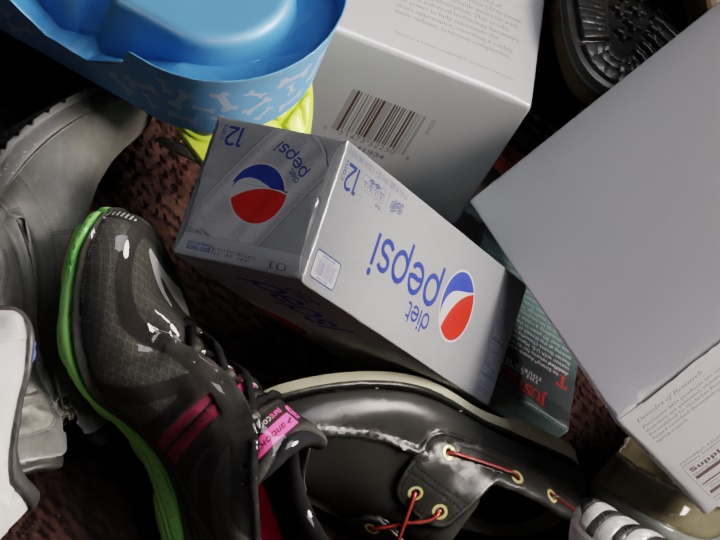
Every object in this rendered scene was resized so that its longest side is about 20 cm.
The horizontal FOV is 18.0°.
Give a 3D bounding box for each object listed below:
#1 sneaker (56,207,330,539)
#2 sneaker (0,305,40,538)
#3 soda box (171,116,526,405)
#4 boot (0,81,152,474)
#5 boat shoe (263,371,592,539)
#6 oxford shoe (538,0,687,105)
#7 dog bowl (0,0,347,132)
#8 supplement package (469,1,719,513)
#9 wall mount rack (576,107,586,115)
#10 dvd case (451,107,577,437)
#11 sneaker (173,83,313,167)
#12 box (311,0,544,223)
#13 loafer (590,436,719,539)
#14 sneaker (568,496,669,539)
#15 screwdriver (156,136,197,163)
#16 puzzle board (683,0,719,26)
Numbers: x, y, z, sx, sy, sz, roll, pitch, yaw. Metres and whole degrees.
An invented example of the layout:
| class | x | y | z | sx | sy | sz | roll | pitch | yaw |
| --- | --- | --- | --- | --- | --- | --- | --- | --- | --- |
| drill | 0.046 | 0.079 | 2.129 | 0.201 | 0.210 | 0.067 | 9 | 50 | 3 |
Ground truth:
| class | x | y | z | sx | sy | sz | roll | pitch | yaw |
| --- | --- | --- | --- | --- | --- | --- | --- | --- | --- |
| sneaker | -0.060 | 0.059 | 0.948 | 0.201 | 0.084 | 0.077 | 64 | 33 | -16 |
| sneaker | -0.190 | 0.033 | 0.862 | 0.115 | 0.081 | 0.200 | -39 | 97 | -21 |
| soda box | 0.000 | 0.000 | 0.999 | 0.200 | 0.068 | 0.064 | 36 | 70 | -59 |
| boot | -0.135 | 0.006 | 0.985 | 0.131 | 0.068 | 0.200 | 58 | 40 | -10 |
| boat shoe | 0.030 | 0.098 | 1.041 | 0.201 | 0.074 | 0.063 | 20 | 42 | -36 |
| oxford shoe | 0.119 | -0.130 | 1.179 | 0.072 | 0.085 | 0.200 | 29 | 31 | -13 |
| dog bowl | -0.099 | -0.131 | 1.002 | 0.199 | 0.050 | 0.112 | 29 | 56 | 16 |
| supplement package | 0.182 | -0.021 | 1.054 | 0.111 | 0.200 | 0.156 | 43 | 12 | -48 |
| wall mount rack | 0.151 | -0.169 | 1.345 | 0.200 | 0.074 | 0.174 | -17 | 78 | -47 |
| dvd case | 0.062 | -0.023 | 1.196 | 0.146 | 0.022 | 0.201 | 32 | 44 | -20 |
| sneaker | -0.080 | -0.114 | 1.077 | 0.074 | 0.084 | 0.200 | -26 | 65 | -11 |
| box | 0.022 | -0.144 | 1.169 | 0.124 | 0.098 | 0.201 | 20 | 48 | -11 |
| loafer | 0.176 | 0.085 | 1.154 | 0.075 | 0.070 | 0.200 | 28 | 23 | 17 |
| sneaker | 0.124 | 0.188 | 1.074 | 0.116 | 0.076 | 0.200 | -58 | 142 | -7 |
| screwdriver | -0.011 | -0.021 | 1.097 | 0.199 | 0.028 | 0.029 | 23 | 21 | -27 |
| puzzle board | 0.181 | -0.144 | 1.194 | 0.151 | 0.017 | 0.201 | -97 | 170 | -60 |
